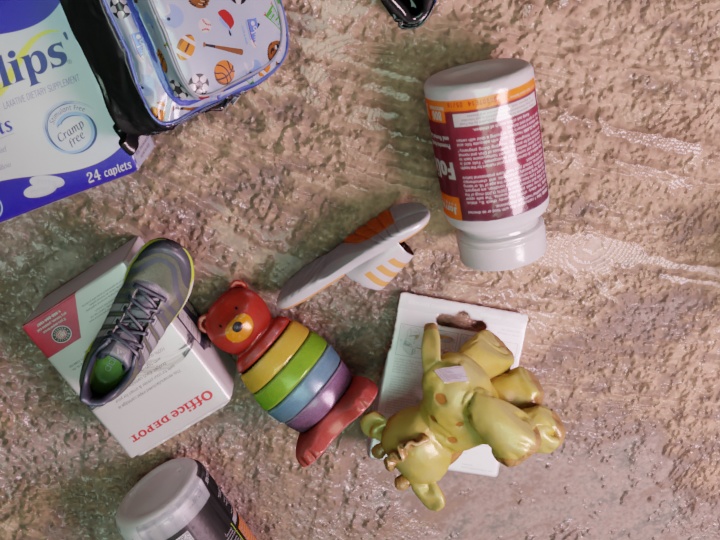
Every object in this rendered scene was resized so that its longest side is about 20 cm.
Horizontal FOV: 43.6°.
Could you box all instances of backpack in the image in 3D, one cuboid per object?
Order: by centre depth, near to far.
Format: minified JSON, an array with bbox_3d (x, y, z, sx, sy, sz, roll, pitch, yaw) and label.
[{"bbox_3d":[-0.159,-0.236,0.837,0.153,0.190,0.202,2,119,40],"label":"backpack"}]

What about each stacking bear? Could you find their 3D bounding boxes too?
[{"bbox_3d":[-0.093,0.102,1.026,0.200,0.114,0.121,44,94,-6],"label":"stacking bear"}]

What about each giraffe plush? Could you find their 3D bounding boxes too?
[{"bbox_3d":[0.097,0.172,0.988,0.199,0.173,0.162,17,123,-40],"label":"giraffe plush"}]

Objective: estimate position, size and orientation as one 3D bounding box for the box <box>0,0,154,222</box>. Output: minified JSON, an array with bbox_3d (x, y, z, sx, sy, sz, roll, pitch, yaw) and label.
[{"bbox_3d":[-0.335,-0.173,0.904,0.182,0.105,0.201,-19,111,5],"label":"box"}]

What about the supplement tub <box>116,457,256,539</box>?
[{"bbox_3d":[-0.196,0.340,1.101,0.122,0.123,0.201,-27,110,8],"label":"supplement tub"}]

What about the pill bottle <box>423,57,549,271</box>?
[{"bbox_3d":[0.136,-0.110,0.946,0.113,0.114,0.202,-11,112,2],"label":"pill bottle"}]

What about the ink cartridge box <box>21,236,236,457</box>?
[{"bbox_3d":[-0.255,0.089,1.024,0.144,0.084,0.201,-31,109,10],"label":"ink cartridge box"}]

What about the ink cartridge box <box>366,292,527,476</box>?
[{"bbox_3d":[0.103,0.137,1.085,0.161,0.057,0.202,10,91,-7],"label":"ink cartridge box"}]

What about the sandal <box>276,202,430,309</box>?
[{"bbox_3d":[0.000,-0.004,1.008,0.206,0.079,0.059,-32,112,19],"label":"sandal"}]

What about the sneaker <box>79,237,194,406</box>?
[{"bbox_3d":[-0.231,0.060,0.925,0.073,0.081,0.201,25,107,-12],"label":"sneaker"}]

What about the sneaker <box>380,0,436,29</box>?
[{"bbox_3d":[0.024,-0.328,0.852,0.073,0.112,0.201,-26,111,7],"label":"sneaker"}]
